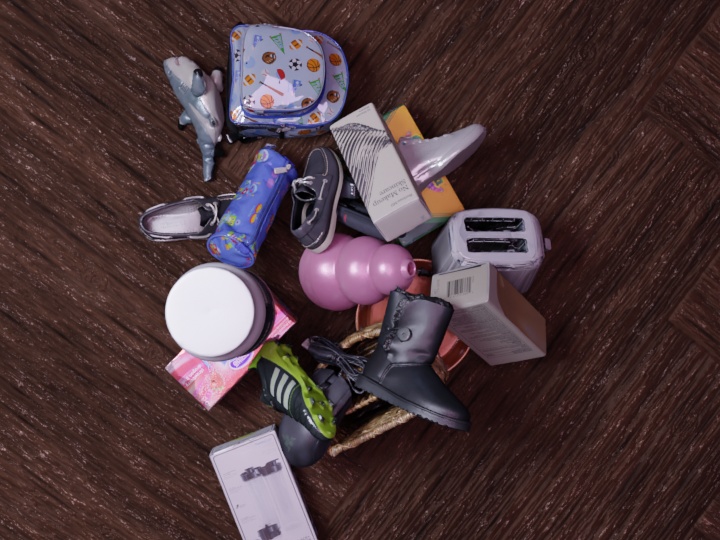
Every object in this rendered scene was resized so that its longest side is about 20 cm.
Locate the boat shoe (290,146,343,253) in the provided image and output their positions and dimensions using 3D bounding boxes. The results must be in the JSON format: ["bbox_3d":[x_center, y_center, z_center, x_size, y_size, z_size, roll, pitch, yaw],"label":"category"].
[{"bbox_3d":[-0.074,-0.124,1.567,0.063,0.073,0.200,31,47,-37],"label":"boat shoe"}]

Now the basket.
[{"bbox_3d":[0.015,0.169,1.554,0.200,0.149,0.143,-29,94,23],"label":"basket"}]

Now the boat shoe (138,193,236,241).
[{"bbox_3d":[-0.257,-0.087,1.608,0.200,0.060,0.074,-5,86,-3],"label":"boat shoe"}]

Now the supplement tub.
[{"bbox_3d":[-0.202,0.060,1.451,0.140,0.200,0.141,0,88,2],"label":"supplement tub"}]

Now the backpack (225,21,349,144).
[{"bbox_3d":[-0.113,-0.299,1.571,0.190,0.154,0.200,2,89,-13],"label":"backpack"}]

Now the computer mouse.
[{"bbox_3d":[-0.072,0.205,1.530,0.138,0.053,0.200,25,89,35],"label":"computer mouse"}]

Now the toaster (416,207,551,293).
[{"bbox_3d":[0.196,-0.030,1.576,0.200,0.129,0.114,1,66,-9],"label":"toaster"}]

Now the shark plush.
[{"bbox_3d":[-0.260,-0.249,1.621,0.083,0.091,0.200,-6,114,17],"label":"shark plush"}]

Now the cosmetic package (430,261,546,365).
[{"bbox_3d":[0.202,0.071,1.556,0.105,0.200,0.071,-13,55,30],"label":"cosmetic package"}]

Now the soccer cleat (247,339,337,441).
[{"bbox_3d":[-0.102,0.190,1.494,0.081,0.067,0.200,-49,51,15],"label":"soccer cleat"}]

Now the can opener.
[{"bbox_3d":[-0.007,-0.089,1.571,0.063,0.200,0.079,-20,126,-30],"label":"can opener"}]

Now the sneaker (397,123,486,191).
[{"bbox_3d":[0.101,-0.183,1.563,0.200,0.075,0.089,-35,76,-3],"label":"sneaker"}]

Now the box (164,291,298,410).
[{"bbox_3d":[-0.203,0.116,1.599,0.200,0.095,0.103,-45,92,0],"label":"box"}]

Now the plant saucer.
[{"bbox_3d":[0.091,0.080,1.643,0.200,0.032,0.201,0,91,-3],"label":"plant saucer"}]

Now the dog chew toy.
[{"bbox_3d":[0.000,0.000,1.559,0.200,0.124,0.125,-3,93,39],"label":"dog chew toy"}]

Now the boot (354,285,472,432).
[{"bbox_3d":[0.097,0.123,1.435,0.200,0.076,0.168,21,88,36],"label":"boot"}]

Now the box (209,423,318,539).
[{"bbox_3d":[-0.155,0.365,1.627,0.116,0.060,0.200,-22,93,-1],"label":"box"}]

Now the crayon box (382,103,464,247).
[{"bbox_3d":[0.068,-0.152,1.621,0.119,0.058,0.200,-31,93,-2],"label":"crayon box"}]

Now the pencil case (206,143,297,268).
[{"bbox_3d":[-0.164,-0.100,1.562,0.078,0.087,0.200,40,58,-25],"label":"pencil case"}]

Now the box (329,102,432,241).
[{"bbox_3d":[0.029,-0.150,1.505,0.082,0.068,0.200,-30,58,8],"label":"box"}]
